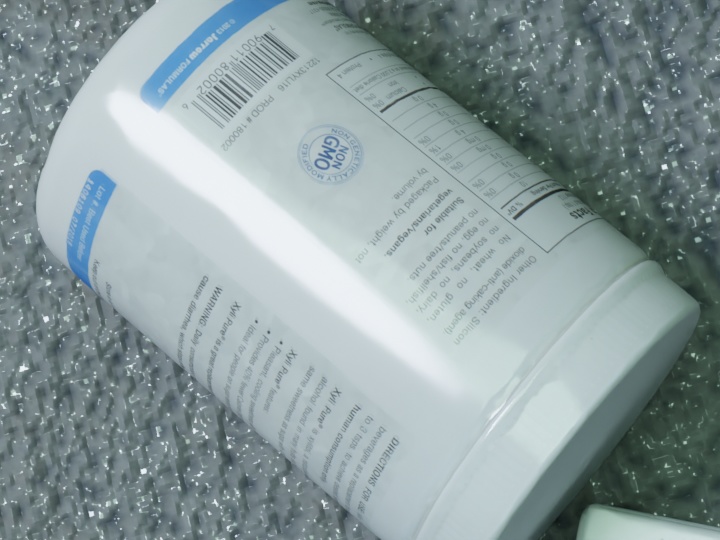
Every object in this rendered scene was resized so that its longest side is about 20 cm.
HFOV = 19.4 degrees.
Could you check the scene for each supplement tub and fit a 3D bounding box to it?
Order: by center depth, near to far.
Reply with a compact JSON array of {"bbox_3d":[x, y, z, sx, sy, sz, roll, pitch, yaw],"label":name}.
[{"bbox_3d":[0.000,0.000,0.717,0.200,0.132,0.132,40,89,14],"label":"supplement tub"}]

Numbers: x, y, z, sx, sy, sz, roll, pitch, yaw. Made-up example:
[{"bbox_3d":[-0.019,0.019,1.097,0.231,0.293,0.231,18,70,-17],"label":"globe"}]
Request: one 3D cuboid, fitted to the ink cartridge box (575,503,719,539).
[{"bbox_3d":[0.141,0.193,0.703,0.172,0.044,0.202,10,82,11],"label":"ink cartridge box"}]
